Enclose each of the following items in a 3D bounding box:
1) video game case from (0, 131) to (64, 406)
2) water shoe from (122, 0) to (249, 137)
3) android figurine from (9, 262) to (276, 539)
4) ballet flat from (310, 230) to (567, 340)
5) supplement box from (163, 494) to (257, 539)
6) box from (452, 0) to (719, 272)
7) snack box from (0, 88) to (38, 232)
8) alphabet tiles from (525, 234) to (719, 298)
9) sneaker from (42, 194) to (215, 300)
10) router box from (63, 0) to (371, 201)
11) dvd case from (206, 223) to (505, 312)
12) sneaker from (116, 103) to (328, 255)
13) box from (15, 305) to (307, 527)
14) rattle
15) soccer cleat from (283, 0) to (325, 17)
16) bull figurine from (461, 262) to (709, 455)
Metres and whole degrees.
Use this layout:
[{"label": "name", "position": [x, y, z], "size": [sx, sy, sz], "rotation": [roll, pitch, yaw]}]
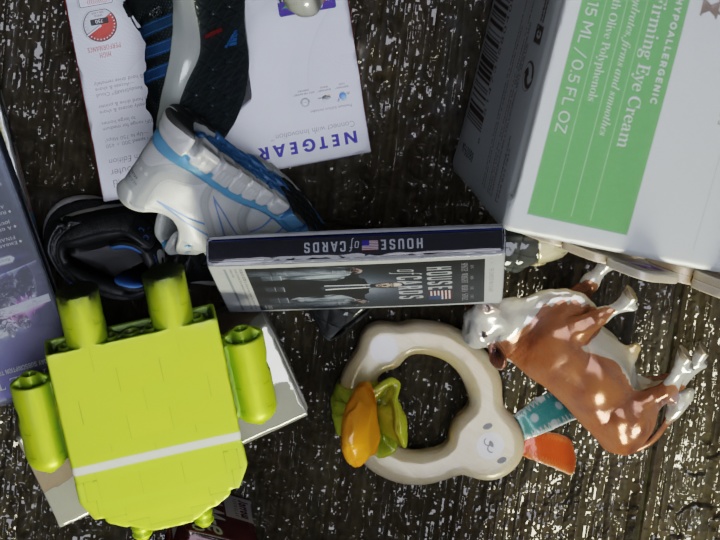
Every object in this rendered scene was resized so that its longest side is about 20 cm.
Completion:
[{"label": "video game case", "position": [-0.291, 0.005, 1.698], "size": [0.142, 0.019, 0.201], "rotation": [-15, 109, 9]}, {"label": "water shoe", "position": [-0.122, -0.166, 1.651], "size": [0.071, 0.079, 0.201], "rotation": [-22, 134, -39]}, {"label": "android figurine", "position": [-0.148, 0.097, 1.674], "size": [0.181, 0.041, 0.201], "rotation": [-14, 113, -4]}, {"label": "ballet flat", "position": [0.059, 0.004, 1.765], "size": [0.198, 0.066, 0.057], "rotation": [-13, 87, 4]}, {"label": "supplement box", "position": [-0.131, 0.273, 1.790], "size": [0.060, 0.109, 0.201], "rotation": [16, 101, -11]}, {"label": "box", "position": [0.180, -0.127, 1.679], "size": [0.170, 0.200, 0.201], "rotation": [11, 103, -12]}, {"label": "snack box", "position": [-0.304, -0.085, 1.708], "size": [0.115, 0.037, 0.202], "rotation": [-13, 106, -2]}, {"label": "alphabet tiles", "position": [0.210, -0.012, 1.709], "size": [0.195, 0.199, 0.015], "rotation": [5, 104, -49]}, {"label": "sneaker", "position": [-0.126, -0.011, 1.713], "size": [0.198, 0.112, 0.074], "rotation": [-2, 106, -7]}, {"label": "router box", "position": [-0.103, -0.157, 1.711], "size": [0.198, 0.049, 0.181], "rotation": [-11, 106, -5]}, {"label": "dvd case", "position": [0.000, 0.000, 1.654], "size": [0.198, 0.150, 0.025], "rotation": [-2, 77, 2]}, {"label": "sneaker", "position": [-0.095, -0.039, 1.667], "size": [0.087, 0.075, 0.200], "rotation": [-44, 136, 11]}, {"label": "box", "position": [-0.145, 0.100, 1.751], "size": [0.199, 0.095, 0.078], "rotation": [-25, 107, -2]}, {"label": "rattle", "position": [0.082, 0.115, 1.766], "size": [0.199, 0.143, 0.131], "rotation": [25, 82, -7]}, {"label": "soccer cleat", "position": [-0.067, -0.248, 1.636], "size": [0.077, 0.201, 0.069], "rotation": [-12, 147, 0]}, {"label": "bull figurine", "position": [0.167, 0.056, 1.776], "size": [0.121, 0.065, 0.200], "rotation": [-36, 120, 21]}]
